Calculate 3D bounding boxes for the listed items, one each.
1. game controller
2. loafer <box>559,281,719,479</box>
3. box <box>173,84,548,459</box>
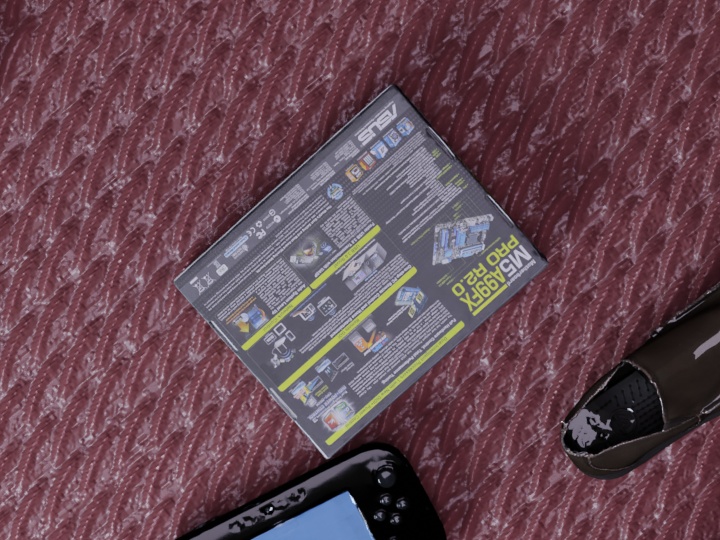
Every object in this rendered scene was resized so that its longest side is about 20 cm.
[{"bbox_3d":[-0.043,0.197,1.374,0.199,0.042,0.105,-27,94,4],"label":"game controller"},{"bbox_3d":[0.209,0.071,1.316,0.200,0.071,0.073,-44,72,18],"label":"loafer"},{"bbox_3d":[0.000,0.000,1.353,0.200,0.044,0.160,-42,94,5],"label":"box"}]
